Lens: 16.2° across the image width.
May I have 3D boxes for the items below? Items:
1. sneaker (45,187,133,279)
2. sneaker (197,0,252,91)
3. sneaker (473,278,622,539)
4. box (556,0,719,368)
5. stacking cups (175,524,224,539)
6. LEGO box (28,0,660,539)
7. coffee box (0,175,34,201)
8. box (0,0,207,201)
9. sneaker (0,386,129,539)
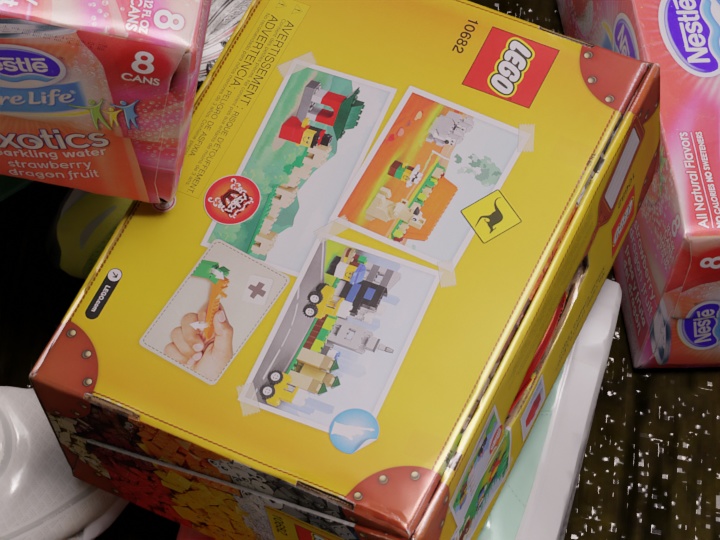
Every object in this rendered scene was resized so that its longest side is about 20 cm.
[{"bbox_3d":[-0.025,-0.027,0.998,0.199,0.078,0.091,-19,76,-11],"label":"sneaker"},{"bbox_3d":[-0.089,-0.088,1.028,0.199,0.078,0.082,-27,68,-22],"label":"sneaker"},{"bbox_3d":[0.019,0.079,0.929,0.117,0.074,0.201,14,57,6],"label":"sneaker"},{"bbox_3d":[0.150,-0.068,1.040,0.102,0.095,0.201,-1,55,-9],"label":"box"},{"bbox_3d":[-0.065,0.158,0.868,0.060,0.061,0.201,11,52,-1],"label":"stacking cups"},{"bbox_3d":[0.000,0.000,0.890,0.148,0.077,0.201,21,65,18],"label":"LEGO box"},{"bbox_3d":[-0.195,-0.060,0.929,0.199,0.044,0.124,-31,102,-22],"label":"coffee box"},{"bbox_3d":[-0.094,-0.137,0.867,0.102,0.095,0.201,11,58,-5],"label":"box"},{"bbox_3d":[-0.175,0.068,0.901,0.198,0.081,0.076,-4,53,-14],"label":"sneaker"}]
